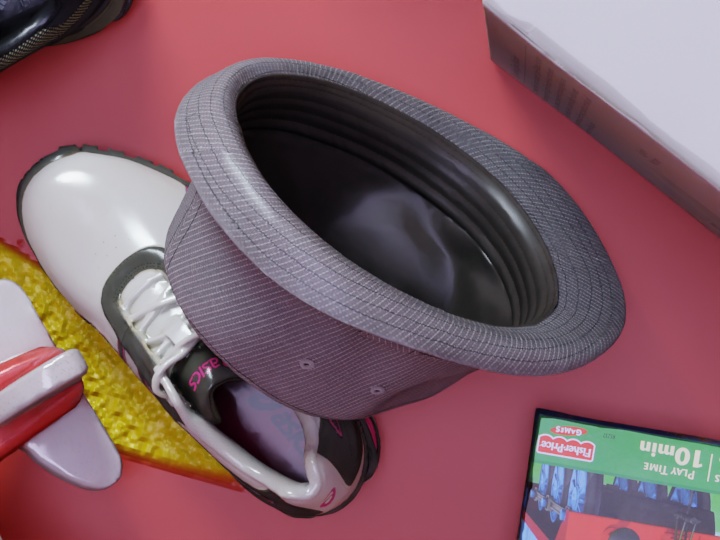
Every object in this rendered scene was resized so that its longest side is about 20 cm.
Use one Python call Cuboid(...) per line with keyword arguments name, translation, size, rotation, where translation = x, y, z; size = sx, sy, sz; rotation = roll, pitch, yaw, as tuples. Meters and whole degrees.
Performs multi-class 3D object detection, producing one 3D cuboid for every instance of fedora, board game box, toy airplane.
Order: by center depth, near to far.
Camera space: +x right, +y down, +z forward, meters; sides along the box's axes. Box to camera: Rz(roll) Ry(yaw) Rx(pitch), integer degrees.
Cuboid(name="fedora", translation=(0.000, 0.000, 0.861), size=(0.200, 0.177, 0.090), rotation=(14, 126, -35))
Cuboid(name="toy airplane", translation=(-0.197, 0.087, 0.866), size=(0.200, 0.141, 0.199), rotation=(15, 91, 4))
Cuboid(name="board game box", translation=(0.133, 0.170, 0.904), size=(0.151, 0.037, 0.200), rotation=(9, 92, 3))

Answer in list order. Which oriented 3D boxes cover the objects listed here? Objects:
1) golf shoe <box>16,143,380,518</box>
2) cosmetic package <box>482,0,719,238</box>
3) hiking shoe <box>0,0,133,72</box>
Cuboid(name="golf shoe", translation=(-0.069, 0.021, 0.893), size=(0.200, 0.088, 0.077), rotation=(44, 94, 4))
Cuboid(name="cosmetic package", translation=(0.160, -0.077, 0.820), size=(0.200, 0.199, 0.123), rotation=(38, 93, 3))
Cuboid(name="hiking shoe", translation=(-0.195, -0.101, 0.893), size=(0.200, 0.101, 0.076), rotation=(-29, 88, 3))
